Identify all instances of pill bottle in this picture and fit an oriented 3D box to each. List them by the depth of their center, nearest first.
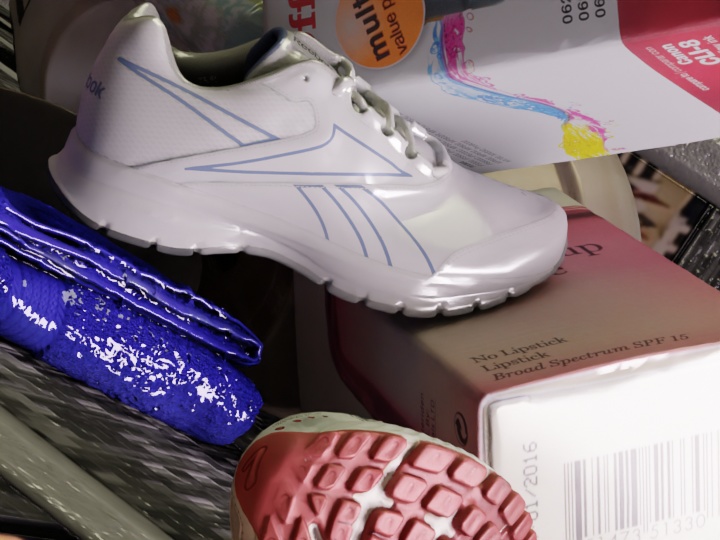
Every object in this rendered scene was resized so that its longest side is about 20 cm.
[{"bbox_3d":[-0.113,-0.115,1.278,0.116,0.117,0.200,33,12,-19],"label":"pill bottle"}]

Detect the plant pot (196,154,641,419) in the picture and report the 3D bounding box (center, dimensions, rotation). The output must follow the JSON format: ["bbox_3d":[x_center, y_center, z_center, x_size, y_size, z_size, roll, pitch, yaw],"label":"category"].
[{"bbox_3d":[0.000,0.000,1.191,0.173,0.201,0.200,7,20,-42],"label":"plant pot"}]

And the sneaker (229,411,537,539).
[{"bbox_3d":[0.006,0.087,0.743,0.082,0.078,0.200,31,-9,29],"label":"sneaker"}]

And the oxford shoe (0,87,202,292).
[{"bbox_3d":[-0.151,-0.044,1.122,0.200,0.072,0.071,33,-1,6],"label":"oxford shoe"}]

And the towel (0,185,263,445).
[{"bbox_3d":[-0.134,-0.013,0.971,0.200,0.050,0.148,32,4,-38],"label":"towel"}]

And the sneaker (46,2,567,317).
[{"bbox_3d":[-0.012,-0.040,0.968,0.199,0.087,0.075,13,18,-14],"label":"sneaker"}]

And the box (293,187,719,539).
[{"bbox_3d":[0.066,0.053,1.022,0.127,0.110,0.200,-11,21,-19],"label":"box"}]

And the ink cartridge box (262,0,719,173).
[{"bbox_3d":[0.076,-0.130,1.037,0.199,0.146,0.144,-9,-14,28],"label":"ink cartridge box"}]

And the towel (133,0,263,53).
[{"bbox_3d":[-0.040,-0.141,1.193,0.171,0.048,0.200,38,28,31],"label":"towel"}]
